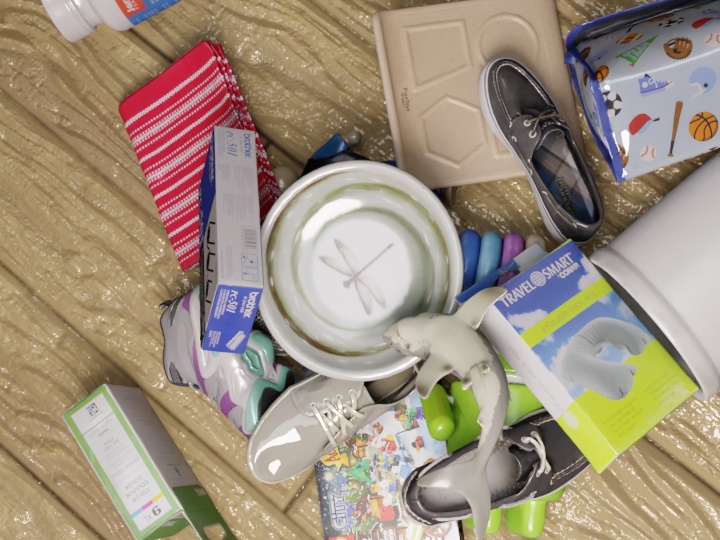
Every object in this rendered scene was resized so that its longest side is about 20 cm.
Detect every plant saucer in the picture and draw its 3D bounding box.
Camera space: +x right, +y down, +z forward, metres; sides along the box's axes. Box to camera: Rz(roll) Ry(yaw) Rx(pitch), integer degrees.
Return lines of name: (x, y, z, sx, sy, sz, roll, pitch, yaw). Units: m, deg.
plant saucer: (0.000, 0.000, 1.213, 0.197, 0.050, 0.204, 0, 90, 10)

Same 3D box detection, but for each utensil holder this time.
utensil holder: (0.336, -0.008, 1.193, 0.199, 0.170, 0.171, -39, 77, 0)

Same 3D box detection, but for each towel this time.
towel: (-0.169, -0.120, 1.355, 0.144, 0.022, 0.202, -29, 77, 24)

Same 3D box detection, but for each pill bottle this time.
pill bottle: (-0.237, -0.322, 1.371, 0.198, 0.112, 0.113, -28, 78, 6)

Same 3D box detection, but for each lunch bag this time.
lunch bag: (0.285, -0.188, 1.220, 0.168, 0.201, 0.125, -16, 112, 8)

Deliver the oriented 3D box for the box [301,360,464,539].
box: (0.022, 0.185, 1.286, 0.134, 0.038, 0.203, -10, 80, 9)

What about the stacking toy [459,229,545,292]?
stacking toy: (0.076, -0.011, 1.262, 0.197, 0.085, 0.087, 12, 84, 1)

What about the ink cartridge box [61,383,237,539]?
ink cartridge box: (-0.206, 0.211, 1.290, 0.059, 0.104, 0.201, -36, 78, 3)

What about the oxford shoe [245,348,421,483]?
oxford shoe: (-0.023, 0.131, 1.230, 0.199, 0.058, 0.076, -34, 107, -8)

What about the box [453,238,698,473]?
box: (0.191, 0.064, 1.156, 0.121, 0.048, 0.201, -30, 73, -32)

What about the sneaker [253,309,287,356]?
sneaker: (-0.032, 0.040, 1.290, 0.197, 0.091, 0.079, -7, 80, 9)

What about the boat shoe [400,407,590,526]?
boat shoe: (0.129, 0.169, 1.136, 0.197, 0.060, 0.075, -16, 81, -9)

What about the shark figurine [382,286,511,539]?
shark figurine: (0.103, 0.107, 1.103, 0.127, 0.089, 0.216, -33, 43, 15)

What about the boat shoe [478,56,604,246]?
boat shoe: (0.177, -0.120, 1.249, 0.069, 0.066, 0.203, -20, 83, -14)

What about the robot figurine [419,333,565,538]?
robot figurine: (0.140, 0.146, 1.230, 0.172, 0.116, 0.203, 6, 83, -7)

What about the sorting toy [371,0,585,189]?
sorting toy: (0.117, -0.179, 1.304, 0.197, 0.036, 0.188, -8, 80, -12)

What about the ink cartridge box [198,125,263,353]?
ink cartridge box: (-0.123, -0.031, 1.218, 0.044, 0.095, 0.202, 6, 48, -14)

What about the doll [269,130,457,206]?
doll: (-0.005, -0.073, 1.324, 0.197, 0.048, 0.139, 10, 83, 11)

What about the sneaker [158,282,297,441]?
sneaker: (-0.139, 0.111, 1.302, 0.139, 0.077, 0.203, -18, 96, 43)
